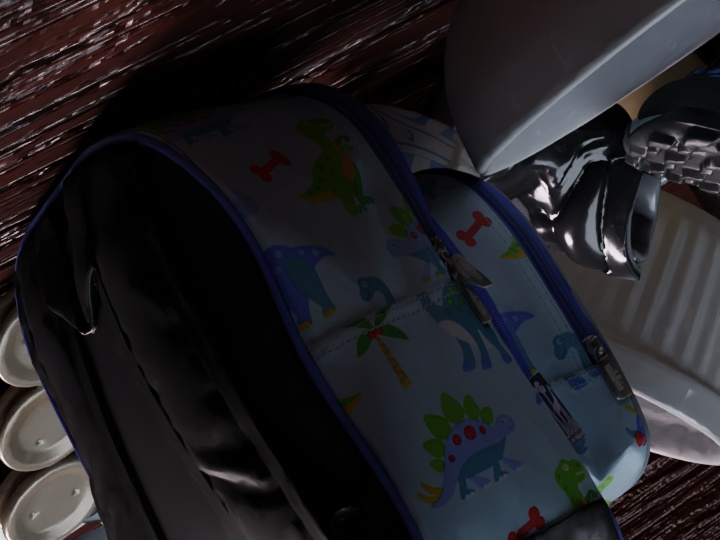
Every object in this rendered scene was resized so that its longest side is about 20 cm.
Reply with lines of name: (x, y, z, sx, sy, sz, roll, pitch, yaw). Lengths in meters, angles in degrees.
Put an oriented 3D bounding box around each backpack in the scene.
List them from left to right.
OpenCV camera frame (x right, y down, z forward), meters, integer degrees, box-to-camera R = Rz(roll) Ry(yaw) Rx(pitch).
backpack: (-0.017, 0.041, 0.606, 0.147, 0.201, 0.183, -26, 174, -39)

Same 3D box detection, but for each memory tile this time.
memory tile: (-0.070, 0.027, 0.757, 0.199, 0.017, 0.154, -27, 143, -30)

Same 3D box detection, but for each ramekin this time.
ramekin: (0.125, 0.018, 0.963, 0.200, 0.199, 0.106, 98, 15, -80)

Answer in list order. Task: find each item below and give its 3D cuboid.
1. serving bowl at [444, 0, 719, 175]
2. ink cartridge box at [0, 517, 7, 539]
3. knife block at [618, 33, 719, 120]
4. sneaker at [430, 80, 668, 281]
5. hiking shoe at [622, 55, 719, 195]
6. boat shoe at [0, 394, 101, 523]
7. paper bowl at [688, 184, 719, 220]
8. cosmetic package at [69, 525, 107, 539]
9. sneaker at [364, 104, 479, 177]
serving bowl: (0.104, -0.115, 0.593, 0.200, 0.066, 0.200, -34, 176, -3)
ink cartridge box: (-0.217, 0.171, 0.785, 0.160, 0.047, 0.201, -31, 133, -16)
knife block: (0.131, -0.103, 0.805, 0.199, 0.064, 0.176, -33, 172, 3)
sneaker: (0.073, -0.026, 0.808, 0.200, 0.113, 0.076, 119, -9, -68)
hiking shoe: (0.154, -0.071, 0.689, 0.200, 0.074, 0.087, -6, 113, -69)
boat shoe: (-0.154, 0.088, 0.885, 0.090, 0.071, 0.200, 2, 170, -25)
paper bowl: (0.252, -0.110, 0.940, 0.200, 0.105, 0.201, -29, -159, 12)
cosmetic package: (-0.052, 0.141, 0.973, 0.199, 0.072, 0.101, -24, 173, 1)
sneaker: (0.000, 0.000, 0.749, 0.200, 0.072, 0.072, 104, 12, -55)
